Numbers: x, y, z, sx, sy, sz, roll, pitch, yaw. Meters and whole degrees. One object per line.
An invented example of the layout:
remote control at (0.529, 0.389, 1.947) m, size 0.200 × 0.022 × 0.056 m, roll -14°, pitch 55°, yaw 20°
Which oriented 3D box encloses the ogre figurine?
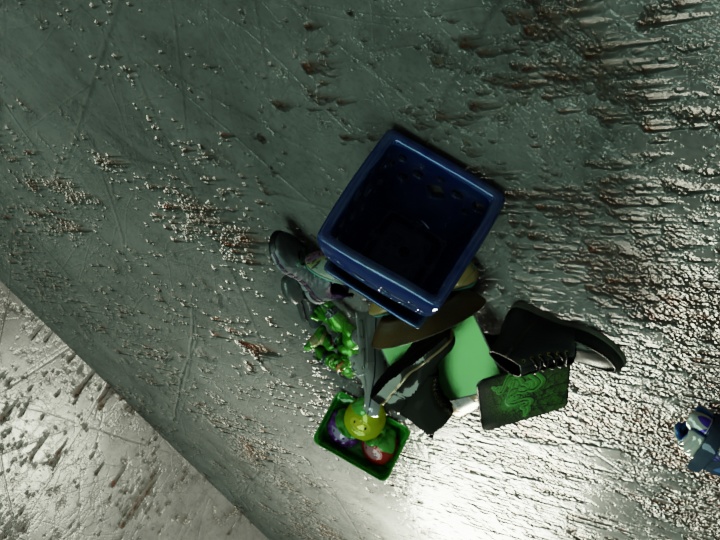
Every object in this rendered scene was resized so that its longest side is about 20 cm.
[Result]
ogre figurine at (-0.044, 0.140, 1.922) m, size 0.120 × 0.098 × 0.201 m, roll 37°, pitch 127°, yaw 24°

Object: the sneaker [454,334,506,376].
sneaker at (0.188, 0.139, 1.642) m, size 0.198 × 0.075 × 0.080 m, roll 19°, pitch 115°, yaw 30°

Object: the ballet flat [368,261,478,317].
ballet flat at (0.092, 0.016, 1.542) m, size 0.198 × 0.069 × 0.063 m, roll -20°, pitch 111°, yaw 23°

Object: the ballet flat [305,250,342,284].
ballet flat at (0.000, 0.000, 1.680) m, size 0.198 × 0.069 × 0.072 m, roll 26°, pitch 135°, yaw 7°

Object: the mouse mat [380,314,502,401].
mouse mat at (0.134, 0.151, 1.635) m, size 0.198 × 0.008 × 0.162 m, roll -18°, pitch 106°, yaw 31°

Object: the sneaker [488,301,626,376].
sneaker at (0.304, 0.135, 1.495) m, size 0.198 × 0.107 × 0.075 m, roll 22°, pitch 151°, yaw 23°

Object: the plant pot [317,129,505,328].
plant pot at (0.065, -0.046, 1.382) m, size 0.199 × 0.201 × 0.180 m, roll 31°, pitch 160°, yaw 6°

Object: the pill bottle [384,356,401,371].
pill bottle at (0.101, 0.174, 1.782) m, size 0.116 × 0.117 × 0.201 m, roll 29°, pitch 154°, yaw 10°

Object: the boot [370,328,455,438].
boot at (0.128, 0.187, 1.622) m, size 0.138 × 0.078 × 0.200 m, roll 37°, pitch 128°, yaw -11°

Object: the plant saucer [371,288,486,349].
plant saucer at (0.103, 0.068, 1.548) m, size 0.199 × 0.199 × 0.036 m, roll -13°, pitch 102°, yaw 55°

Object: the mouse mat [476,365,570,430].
mouse mat at (0.275, 0.209, 1.619) m, size 0.159 × 0.008 × 0.201 m, roll -17°, pitch 145°, yaw 0°

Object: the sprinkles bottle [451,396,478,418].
sprinkles bottle at (0.212, 0.220, 1.784) m, size 0.068 × 0.069 × 0.200 m, roll 35°, pitch 154°, yaw -2°

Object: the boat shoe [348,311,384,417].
boat shoe at (0.010, 0.172, 1.784) m, size 0.066 × 0.202 × 0.074 m, roll 5°, pitch 154°, yaw -2°

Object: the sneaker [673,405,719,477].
sneaker at (0.559, 0.260, 1.439) m, size 0.146 × 0.081 × 0.200 m, roll 35°, pitch 159°, yaw -11°

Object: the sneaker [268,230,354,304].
sneaker at (-0.086, -0.011, 1.761) m, size 0.087 × 0.075 × 0.200 m, roll -3°, pitch 147°, yaw 32°

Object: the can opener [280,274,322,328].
can opener at (-0.122, 0.057, 1.892) m, size 0.053 × 0.067 × 0.201 m, roll 35°, pitch 156°, yaw 27°

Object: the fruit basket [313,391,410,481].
fruit basket at (0.005, 0.366, 2.193) m, size 0.214 × 0.157 × 0.216 m, roll 28°, pitch 170°, yaw 5°
